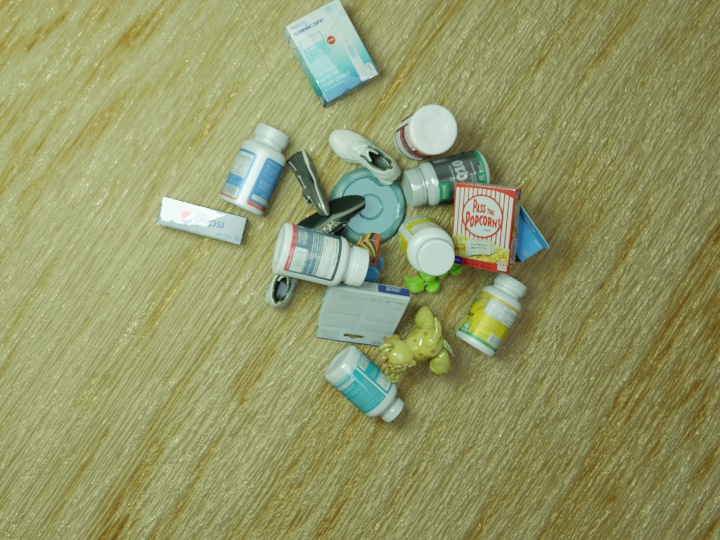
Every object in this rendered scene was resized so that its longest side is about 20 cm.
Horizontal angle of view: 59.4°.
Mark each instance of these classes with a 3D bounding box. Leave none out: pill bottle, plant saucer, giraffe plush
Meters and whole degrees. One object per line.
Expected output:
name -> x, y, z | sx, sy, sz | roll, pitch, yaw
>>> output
pill bottle -> 0.015, 0.289, 1.579 | 0.200, 0.111, 0.111 | 44, 86, -10
pill bottle -> 0.341, 0.110, 1.624 | 0.113, 0.113, 0.200 | 32, 88, -11
pill bottle -> -0.244, -0.239, 1.496 | 0.112, 0.112, 0.200 | 25, 89, -11
plant saucer -> 0.022, -0.160, 1.592 | 0.200, 0.027, 0.200 | -1, 94, -11
pill bottle -> 0.211, -0.226, 1.578 | 0.200, 0.113, 0.113 | -16, 96, -8
pill bottle -> -0.089, -0.028, 1.428 | 0.200, 0.120, 0.120 | 14, 91, -17
pill bottle -> 0.160, -0.058, 1.519 | 0.113, 0.200, 0.113 | -2, 107, -7
giraffe plush -> 0.125, 0.198, 1.550 | 0.162, 0.200, 0.173 | -19, 95, -4
pill bottle -> 0.149, -0.324, 1.515 | 0.114, 0.200, 0.114 | -1, 95, -10

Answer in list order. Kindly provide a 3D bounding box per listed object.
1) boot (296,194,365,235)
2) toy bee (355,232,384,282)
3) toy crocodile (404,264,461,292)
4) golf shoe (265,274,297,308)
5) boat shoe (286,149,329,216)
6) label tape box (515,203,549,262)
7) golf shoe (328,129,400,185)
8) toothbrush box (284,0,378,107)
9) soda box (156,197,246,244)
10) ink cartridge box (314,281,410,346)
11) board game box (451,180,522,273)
boot -> -0.061, -0.082, 1.546 | 0.203, 0.073, 0.154 | -33, 128, -17
toy bee -> 0.000, 0.000, 1.560 | 0.109, 0.131, 0.200 | 5, 105, 14
toy crocodile -> 0.203, -0.007, 1.621 | 0.200, 0.062, 0.068 | -36, 138, -8
golf shoe -> -0.171, -0.001, 1.534 | 0.078, 0.097, 0.200 | 18, 89, -9
boat shoe -> -0.126, -0.201, 1.513 | 0.057, 0.067, 0.200 | -26, 62, 9
label tape box -> 0.365, -0.094, 1.569 | 0.066, 0.200, 0.143 | -39, 99, -7
golf shoe -> 0.010, -0.289, 1.527 | 0.200, 0.097, 0.078 | 32, 85, 6
toothbrush box -> -0.071, -0.520, 1.522 | 0.146, 0.085, 0.200 | -30, 97, -7
soda box -> -0.375, -0.118, 1.505 | 0.200, 0.063, 0.068 | 13, 93, -10
ink cartridge box -> 0.001, 0.105, 1.563 | 0.199, 0.041, 0.200 | 10, 135, -12
board game box -> 0.296, -0.105, 1.501 | 0.151, 0.046, 0.200 | 12, 110, 32
